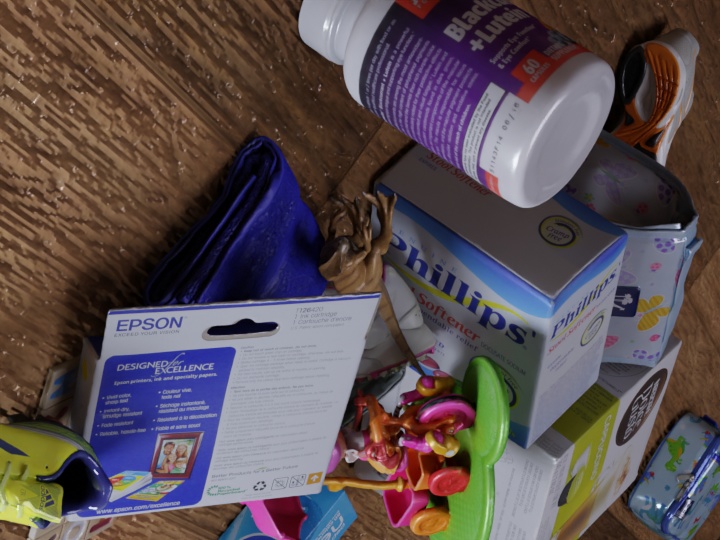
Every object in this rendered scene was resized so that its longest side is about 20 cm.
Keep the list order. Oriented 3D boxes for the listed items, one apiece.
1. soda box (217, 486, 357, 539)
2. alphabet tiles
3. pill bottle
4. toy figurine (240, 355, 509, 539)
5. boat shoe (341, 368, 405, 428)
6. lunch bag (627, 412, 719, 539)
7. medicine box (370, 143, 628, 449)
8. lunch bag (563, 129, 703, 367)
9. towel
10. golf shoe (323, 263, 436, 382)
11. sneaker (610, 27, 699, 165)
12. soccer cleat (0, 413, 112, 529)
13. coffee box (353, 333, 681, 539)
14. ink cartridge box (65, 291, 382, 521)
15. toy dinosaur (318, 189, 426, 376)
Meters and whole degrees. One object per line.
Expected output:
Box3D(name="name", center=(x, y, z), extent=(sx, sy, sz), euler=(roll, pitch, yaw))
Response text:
Box3D(name="soda box", center=(-0.092, 0.257, 1.914), extent=(0.200, 0.064, 0.068), euler=(-51, 157, -14))
Box3D(name="alphabet tiles", center=(-0.187, 0.124, 1.613), extent=(0.167, 0.008, 0.201), euler=(-26, 143, -51))
Box3D(name="pill bottle", center=(0.059, -0.137, 1.498), extent=(0.111, 0.199, 0.112), euler=(-44, 155, -27))
Box3D(name="toy figurine", center=(-0.001, 0.146, 1.719), extent=(0.183, 0.151, 0.201), euler=(-2, 142, -20))
Box3D(name="boat shoe", center=(-0.040, 0.114, 1.812), extent=(0.200, 0.071, 0.072), euler=(-42, 154, -30))
Box3D(name="lunch bag", center=(0.431, 0.276, 2.983), extent=(0.161, 0.082, 0.200), euler=(-56, 159, -5))
Box3D(name="medicine box", center=(0.103, 0.011, 1.813), extent=(0.103, 0.182, 0.201), euler=(-42, 154, -30))
Box3D(name="lunch bag", center=(0.183, -0.023, 1.899), extent=(0.127, 0.199, 0.170), euler=(-44, 155, -36))
Box3D(name="towel", center=(-0.077, 0.009, 1.611), extent=(0.148, 0.049, 0.200), euler=(-54, 158, -13))
Box3D(name="golf shoe", center=(-0.038, 0.056, 1.755), extent=(0.199, 0.092, 0.075), euler=(-19, -179, -30))
Box3D(name="sneaker", center=(0.273, -0.136, 2.107), extent=(0.092, 0.075, 0.201), euler=(-37, 153, -47))
Box3D(name="soccer cleat", center=(-0.230, 0.132, 1.433), extent=(0.200, 0.084, 0.065), euler=(-1, 123, -61))
Box3D(name="coffee box", center=(0.138, 0.122, 2.014), extent=(0.198, 0.200, 0.200), euler=(-38, 153, -36))
Box3D(name="ink cartridge box", center=(-0.100, 0.083, 1.557), extent=(0.196, 0.047, 0.201), euler=(-3, 130, -23))
Box3D(name="toy dinosaur", center=(0.000, 0.000, 1.691), extent=(0.200, 0.060, 0.107), euler=(41, 55, -62))
